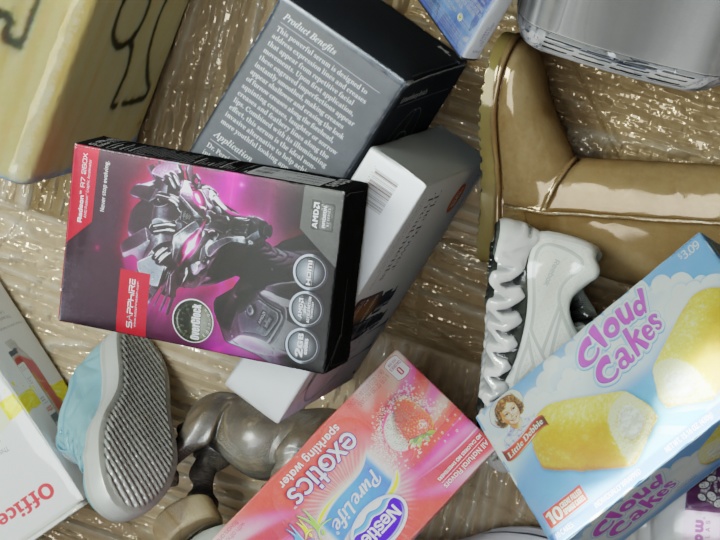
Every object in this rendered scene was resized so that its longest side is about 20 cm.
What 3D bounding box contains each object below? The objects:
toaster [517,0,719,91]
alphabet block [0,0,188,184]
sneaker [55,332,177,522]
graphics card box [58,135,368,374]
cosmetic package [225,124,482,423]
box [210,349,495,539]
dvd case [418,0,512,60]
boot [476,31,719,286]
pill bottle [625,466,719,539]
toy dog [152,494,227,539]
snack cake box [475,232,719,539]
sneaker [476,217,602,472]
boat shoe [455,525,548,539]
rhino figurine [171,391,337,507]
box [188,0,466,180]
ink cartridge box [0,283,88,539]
[{"bbox_3d":[0.182,-0.202,1.583,0.200,0.114,0.129,15,119,-2],"label":"toaster"},{"bbox_3d":[-0.244,-0.198,1.710,0.196,0.195,0.200,26,106,11],"label":"alphabet block"},{"bbox_3d":[-0.182,0.126,1.752,0.074,0.200,0.082,39,114,-21],"label":"sneaker"},{"bbox_3d":[-0.099,-0.012,1.607,0.200,0.051,0.126,11,102,18],"label":"graphics card box"},{"bbox_3d":[0.000,0.000,1.680,0.052,0.151,0.200,35,109,9],"label":"cosmetic package"},{"bbox_3d":[-0.013,0.166,1.660,0.103,0.095,0.200,44,70,4],"label":"box"},{"bbox_3d":[0.083,-0.256,1.560,0.200,0.018,0.143,-59,45,31],"label":"dvd case"},{"bbox_3d":[0.184,-0.070,1.654,0.200,0.066,0.175,8,114,19],"label":"boot"},{"bbox_3d":[0.262,0.168,1.638,0.200,0.112,0.112,2,100,18],"label":"pill bottle"},{"bbox_3d":[-0.100,0.237,1.780,0.132,0.096,0.200,70,156,14],"label":"toy dog"},{"bbox_3d":[0.188,0.084,1.592,0.200,0.067,0.115,-41,59,16],"label":"snack cake box"},{"bbox_3d":[0.121,0.059,1.673,0.081,0.075,0.200,5,125,1],"label":"sneaker"},{"bbox_3d":[0.066,0.232,1.741,0.200,0.067,0.074,-13,95,21],"label":"boat shoe"},{"bbox_3d":[-0.045,0.136,1.759,0.200,0.060,0.088,9,59,17],"label":"rhino figurine"},{"bbox_3d":[-0.037,-0.085,1.679,0.107,0.148,0.200,36,108,10],"label":"box"},{"bbox_3d":[-0.297,0.119,1.839,0.145,0.083,0.200,-34,87,22],"label":"ink cartridge box"}]
